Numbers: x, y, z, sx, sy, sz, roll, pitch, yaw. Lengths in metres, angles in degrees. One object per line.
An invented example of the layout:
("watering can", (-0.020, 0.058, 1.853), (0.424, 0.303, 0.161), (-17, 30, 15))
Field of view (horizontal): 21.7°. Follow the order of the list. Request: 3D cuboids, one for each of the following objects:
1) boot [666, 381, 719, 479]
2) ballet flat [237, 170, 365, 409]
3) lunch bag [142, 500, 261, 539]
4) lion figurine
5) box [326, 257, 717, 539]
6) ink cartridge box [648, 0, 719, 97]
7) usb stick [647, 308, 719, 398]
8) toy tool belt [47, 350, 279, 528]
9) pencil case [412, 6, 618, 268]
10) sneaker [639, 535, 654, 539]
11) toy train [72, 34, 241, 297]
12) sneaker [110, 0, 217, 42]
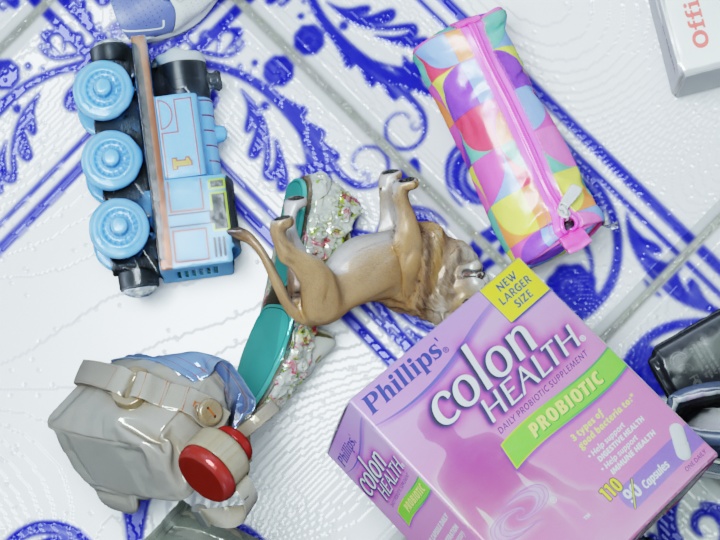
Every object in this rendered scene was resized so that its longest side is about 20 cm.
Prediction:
("boot", (0.319, 0.117, 1.351), (0.198, 0.090, 0.073), (-4, 69, 15))
("ballet flat", (-0.042, 0.026, 1.421), (0.064, 0.076, 0.202), (16, 90, -28))
("lunch bag", (-0.102, 0.262, 1.320), (0.163, 0.200, 0.118), (25, 105, 7))
("lion figurine", (0.000, 0.000, 1.381), (0.199, 0.072, 0.124), (-14, 107, -22))
("box", (0.111, 0.128, 1.308), (0.176, 0.097, 0.200), (-38, 74, -26))
("ink cartridge box", (0.315, -0.230, 1.415), (0.198, 0.084, 0.147), (-14, 83, 3))
("usb stick", (0.311, 0.036, 1.413), (0.199, 0.033, 0.056), (-30, 90, 0))
("toy tool belt", (-0.125, 0.102, 1.351), (0.123, 0.199, 0.125), (-46, 119, -33))
("pencil case", (0.114, -0.097, 1.414), (0.088, 0.088, 0.201), (-27, 82, 0))
("sneaker", (0.245, 0.234, 1.374), (0.108, 0.070, 0.201), (-31, 90, 5))
("toy train", (-0.155, -0.082, 1.432), (0.113, 0.087, 0.202), (-7, 81, -6))
("sneaker", (-0.105, -0.252, 1.429), (0.198, 0.115, 0.081), (-24, 82, 1))
